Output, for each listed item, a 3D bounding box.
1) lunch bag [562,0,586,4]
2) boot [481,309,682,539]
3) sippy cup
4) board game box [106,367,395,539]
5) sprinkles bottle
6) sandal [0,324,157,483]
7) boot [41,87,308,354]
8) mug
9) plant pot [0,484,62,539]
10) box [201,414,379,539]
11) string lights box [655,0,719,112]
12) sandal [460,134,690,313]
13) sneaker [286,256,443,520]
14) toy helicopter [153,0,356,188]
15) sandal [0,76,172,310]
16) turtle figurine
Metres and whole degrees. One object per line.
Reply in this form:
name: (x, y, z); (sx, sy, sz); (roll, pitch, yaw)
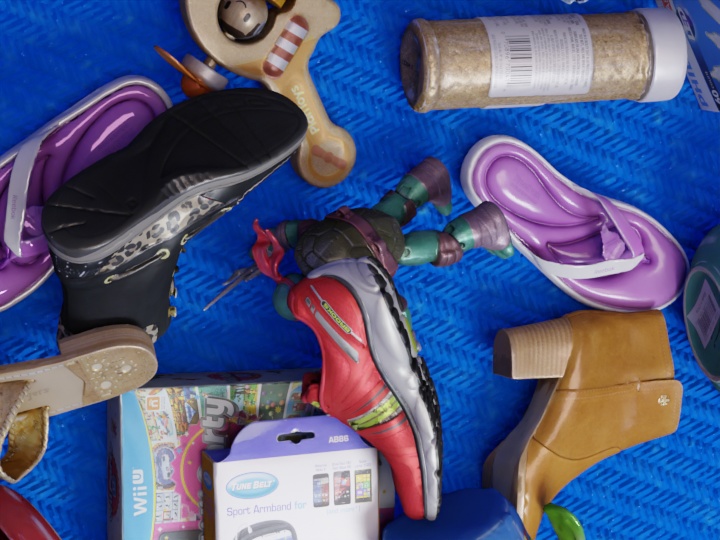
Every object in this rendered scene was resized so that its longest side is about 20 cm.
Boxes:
lunch bag: (0.115, -0.300, 1.560); (0.200, 0.127, 0.170); (29, 87, -9)
boot: (0.168, 0.129, 1.665); (0.144, 0.071, 0.202); (-2, 101, -20)
sippy cup: (0.077, 0.227, 1.563); (0.139, 0.178, 0.130); (-11, 111, 21)
board game box: (-0.078, 0.146, 1.597); (0.200, 0.064, 0.148); (-2, 98, -16)
sprinkles bottle: (0.131, -0.151, 1.614); (0.200, 0.068, 0.068); (-4, 99, -16)
sandal: (-0.232, 0.106, 1.502); (0.211, 0.070, 0.078); (-22, 139, 6)
boot: (-0.129, -0.030, 1.529); (0.203, 0.154, 0.073); (-32, 63, -27)
mug: (0.307, 0.046, 1.651); (0.114, 0.152, 0.185); (-9, 100, -14)
plant pot: (-0.264, 0.250, 1.489); (0.182, 0.200, 0.201); (-37, 106, -16)
box: (-0.047, 0.197, 1.562); (0.119, 0.041, 0.200); (-4, 99, -17)
string lights box: (0.288, -0.164, 1.590); (0.059, 0.200, 0.103); (-28, 104, -12)
sandal: (0.159, -0.026, 1.650); (0.202, 0.050, 0.083); (29, 89, -19)
sneaker: (0.004, 0.082, 1.514); (0.085, 0.077, 0.200); (-16, 113, 9)
toy helicopter: (-0.065, -0.138, 1.557); (0.132, 0.079, 0.200); (-35, 119, -16)
sandal: (-0.208, -0.055, 1.527); (0.082, 0.050, 0.203); (43, 85, -17)
turtle figurine: (0.000, 0.000, 1.558); (0.200, 0.101, 0.150); (-31, 70, -23)
